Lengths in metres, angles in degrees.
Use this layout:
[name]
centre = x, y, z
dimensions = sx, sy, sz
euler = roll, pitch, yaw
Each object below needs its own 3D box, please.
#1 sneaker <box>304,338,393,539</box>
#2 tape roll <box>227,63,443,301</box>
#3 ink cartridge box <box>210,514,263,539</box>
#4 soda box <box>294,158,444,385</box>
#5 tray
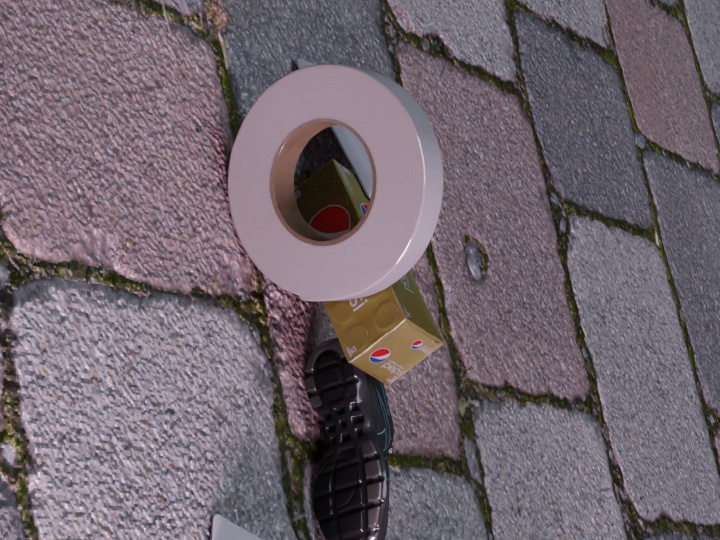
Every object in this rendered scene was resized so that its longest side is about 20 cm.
[sneaker]
centre = 0.004, 0.158, 1.568
dimensions = 0.079, 0.075, 0.201
euler = 31, 47, -51
[tape roll]
centre = -0.024, -0.074, 1.538
dimensions = 0.037, 0.202, 0.204
euler = 0, 72, -60
[ink cartridge box]
centre = -0.062, 0.288, 1.382
dimensions = 0.116, 0.066, 0.201
euler = 38, 42, -43
[soda box]
centre = 0.000, 0.000, 1.601
dimensions = 0.064, 0.068, 0.201
euler = 33, 25, -48
[tray]
centre = 0.007, -0.123, 1.726
dimensions = 0.107, 0.022, 0.201
euler = 31, 25, -49
